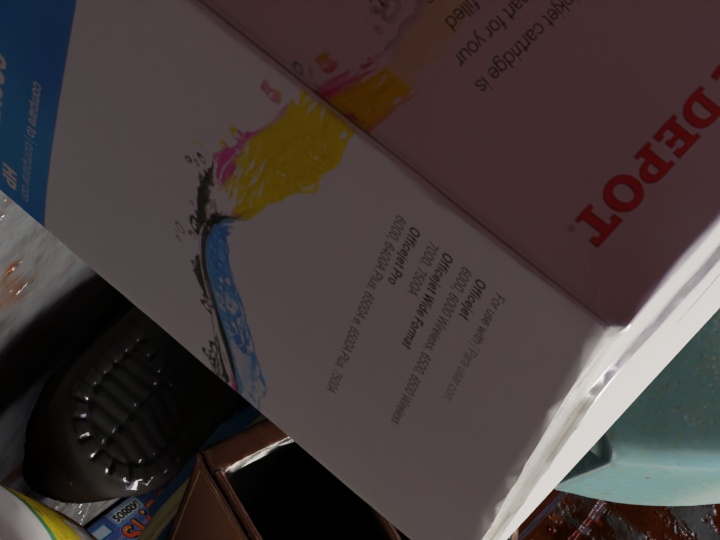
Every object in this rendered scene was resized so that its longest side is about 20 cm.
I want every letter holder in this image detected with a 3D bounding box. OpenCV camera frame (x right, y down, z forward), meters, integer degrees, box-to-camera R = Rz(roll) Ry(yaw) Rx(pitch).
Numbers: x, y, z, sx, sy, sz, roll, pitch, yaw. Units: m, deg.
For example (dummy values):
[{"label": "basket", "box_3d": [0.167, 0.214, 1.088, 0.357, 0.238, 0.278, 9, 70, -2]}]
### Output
[{"label": "letter holder", "box_3d": [-0.002, 0.144, 0.978, 0.100, 0.142, 0.200, -24, 163, -20]}]

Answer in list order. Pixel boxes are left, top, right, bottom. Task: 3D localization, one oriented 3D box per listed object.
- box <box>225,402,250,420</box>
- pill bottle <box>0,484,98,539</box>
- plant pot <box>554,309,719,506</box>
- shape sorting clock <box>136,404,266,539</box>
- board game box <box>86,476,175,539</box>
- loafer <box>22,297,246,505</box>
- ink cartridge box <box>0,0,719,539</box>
[{"label": "box", "box_3d": [0.000, 0.000, 1.125, 0.200, 0.046, 0.159, -41, 167, -16]}, {"label": "pill bottle", "box_3d": [-0.139, 0.132, 0.876, 0.113, 0.113, 0.200, -50, 169, -5]}, {"label": "plant pot", "box_3d": [0.166, 0.010, 1.110, 0.199, 0.197, 0.196, -16, 173, -13]}, {"label": "shape sorting clock", "box_3d": [-0.013, 0.066, 1.058, 0.200, 0.039, 0.200, -36, 173, -5]}, {"label": "board game box", "box_3d": [-0.133, 0.184, 1.271, 0.135, 0.034, 0.200, -35, 160, -55]}, {"label": "loafer", "box_3d": [-0.068, 0.025, 0.966, 0.071, 0.073, 0.200, -26, -172, 43]}, {"label": "ink cartridge box", "box_3d": [0.012, -0.053, 0.651, 0.147, 0.200, 0.145, -44, 167, -31]}]
